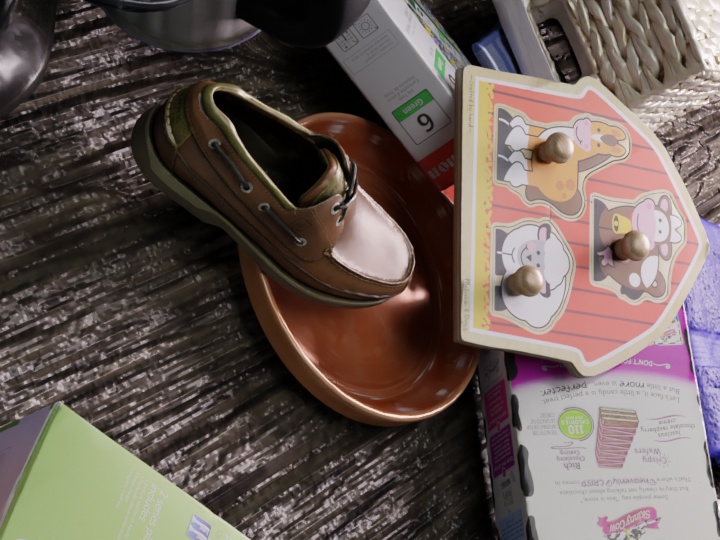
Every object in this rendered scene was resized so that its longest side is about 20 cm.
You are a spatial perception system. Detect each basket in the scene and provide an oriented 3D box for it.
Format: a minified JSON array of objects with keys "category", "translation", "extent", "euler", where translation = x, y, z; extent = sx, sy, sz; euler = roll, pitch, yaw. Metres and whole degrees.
[{"category":"basket","translation":[0.199,-0.175,1.192],"extent":[0.200,0.123,0.136],"euler":[-11,77,-65]}]

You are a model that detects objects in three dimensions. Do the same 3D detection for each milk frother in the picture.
[{"category":"milk frother","translation":[-0.105,-0.181,0.850],"extent":[0.200,0.188,0.181],"euler":[-31,66,-23]}]

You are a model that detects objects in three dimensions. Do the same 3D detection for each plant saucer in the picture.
[{"category":"plant saucer","translation":[0.000,0.000,1.013],"extent":[0.200,0.032,0.201],"euler":[23,56,-39]}]

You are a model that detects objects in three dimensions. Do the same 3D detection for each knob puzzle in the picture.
[{"category":"knob puzzle","translation":[0.150,-0.031,1.038],"extent":[0.219,0.030,0.221],"euler":[7,77,-30]}]

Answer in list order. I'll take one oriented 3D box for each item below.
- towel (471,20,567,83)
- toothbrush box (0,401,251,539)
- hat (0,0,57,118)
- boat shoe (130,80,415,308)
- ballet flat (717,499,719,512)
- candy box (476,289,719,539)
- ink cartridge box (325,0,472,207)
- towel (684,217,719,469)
[{"category":"towel","translation":[0.145,-0.092,1.183],"extent":[0.200,0.024,0.147],"euler":[59,25,-10]},{"category":"toothbrush box","translation":[-0.116,0.163,0.731],"extent":[0.200,0.145,0.086],"euler":[41,47,-25]},{"category":"hat","translation":[-0.212,-0.162,0.816],"extent":[0.081,0.201,0.201],"euler":[13,51,8]},{"category":"boat shoe","translation":[-0.033,-0.039,0.920],"extent":[0.200,0.068,0.072],"euler":[29,52,-35]},{"category":"ballet flat","translation":[0.212,0.163,1.136],"extent":[0.200,0.072,0.072],"euler":[31,52,-33]},{"category":"candy box","translation":[0.152,0.099,1.066],"extent":[0.136,0.061,0.201],"euler":[1,69,-16]},{"category":"ink cartridge box","translation":[0.053,-0.110,1.076],"extent":[0.200,0.050,0.109],"euler":[50,20,-18]},{"category":"towel","translation":[0.268,0.053,1.233],"extent":[0.148,0.049,0.201],"euler":[18,59,-59]}]
